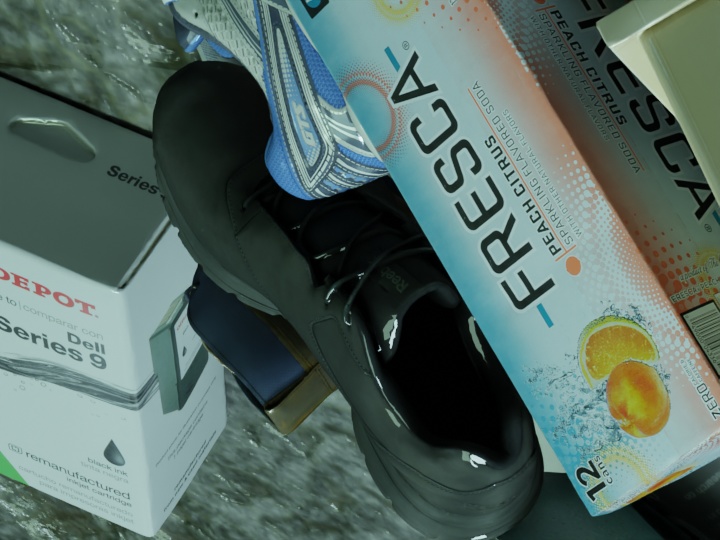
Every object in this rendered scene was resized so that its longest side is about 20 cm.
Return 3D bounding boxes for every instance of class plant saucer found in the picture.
[{"bbox_3d":[0.127,0.130,0.954,0.201,0.039,0.201,38,-174,-5],"label":"plant saucer"}]

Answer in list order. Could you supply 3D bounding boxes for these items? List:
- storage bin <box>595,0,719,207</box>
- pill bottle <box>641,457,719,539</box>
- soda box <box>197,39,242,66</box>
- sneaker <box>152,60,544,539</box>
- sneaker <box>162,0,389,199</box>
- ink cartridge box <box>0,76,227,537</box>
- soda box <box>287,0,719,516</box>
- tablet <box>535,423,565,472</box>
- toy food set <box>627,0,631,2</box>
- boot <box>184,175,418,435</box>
[{"bbox_3d":[0.202,-0.042,0.677,0.200,0.094,0.199,-31,148,16],"label":"storage bin"},{"bbox_3d":[0.175,0.070,0.964,0.200,0.113,0.113,38,147,-9],"label":"pill bottle"},{"bbox_3d":[0.034,-0.095,0.909,0.200,0.068,0.064,12,142,30],"label":"soda box"},{"bbox_3d":[0.000,0.000,0.890,0.200,0.076,0.091,49,166,10],"label":"sneaker"},{"bbox_3d":[-0.037,-0.114,0.859,0.085,0.077,0.200,-32,73,30],"label":"sneaker"},{"bbox_3d":[-0.146,0.016,1.191,0.146,0.084,0.200,21,145,16],"label":"ink cartridge box"},{"bbox_3d":[0.056,-0.033,0.755,0.068,0.064,0.200,-39,76,42],"label":"soda box"},{"bbox_3d":[0.043,0.051,1.145,0.200,0.014,0.130,42,146,-15],"label":"tablet"},{"bbox_3d":[0.102,-0.123,0.762,0.200,0.049,0.198,7,108,41],"label":"toy food set"},{"bbox_3d":[-0.047,-0.012,1.012,0.200,0.097,0.075,33,162,49],"label":"boot"}]
